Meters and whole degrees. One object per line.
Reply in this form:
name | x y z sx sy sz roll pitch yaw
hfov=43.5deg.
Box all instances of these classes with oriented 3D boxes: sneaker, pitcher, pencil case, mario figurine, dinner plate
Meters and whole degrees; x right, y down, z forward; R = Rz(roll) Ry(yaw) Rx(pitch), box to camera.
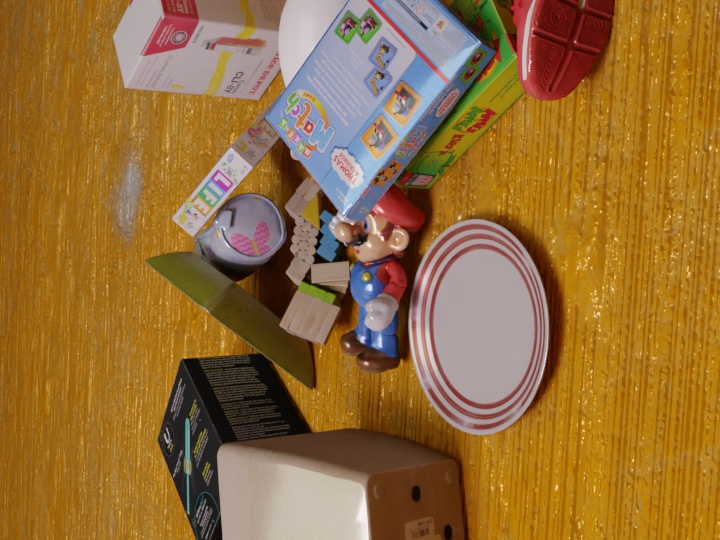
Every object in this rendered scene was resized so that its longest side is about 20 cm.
sneaker | 0.153 -0.241 0.775 0.115 0.078 0.202 11 86 63
pitcher | -0.028 -0.209 0.965 0.172 0.120 0.202 -122 35 -74
pencil case | -0.157 -0.040 1.153 0.084 0.090 0.200 -67 14 -15
mario figurine | 0.000 0.000 0.944 0.122 0.106 0.202 12 106 31
dinner plate | 0.112 0.053 0.857 0.199 0.024 0.203 -3 86 55

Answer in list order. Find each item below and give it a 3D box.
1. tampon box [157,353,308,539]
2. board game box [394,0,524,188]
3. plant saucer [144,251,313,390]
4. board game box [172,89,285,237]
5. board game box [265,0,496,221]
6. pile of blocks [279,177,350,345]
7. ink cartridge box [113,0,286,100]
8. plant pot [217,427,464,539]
tampon box | -0.160 0.230 1.159 0.200 0.125 0.151 54 132 41
board game box | 0.089 -0.178 0.873 0.200 0.047 0.102 -45 54 46
plant saucer | -0.154 0.050 1.136 0.048 0.200 0.199 -53 37 -7
board game box | -0.138 -0.138 1.087 0.134 0.034 0.201 -43 11 37
board game box | 0.012 -0.172 0.845 0.200 0.036 0.152 -50 60 21
pile of blocks | -0.047 -0.006 1.074 0.062 0.081 0.202 59 -150 -72
ink cartridge box | -0.194 -0.299 1.157 0.145 0.198 0.084 -41 60 47
plant pot | -0.005 0.261 0.892 0.176 0.199 0.202 -13 79 43
